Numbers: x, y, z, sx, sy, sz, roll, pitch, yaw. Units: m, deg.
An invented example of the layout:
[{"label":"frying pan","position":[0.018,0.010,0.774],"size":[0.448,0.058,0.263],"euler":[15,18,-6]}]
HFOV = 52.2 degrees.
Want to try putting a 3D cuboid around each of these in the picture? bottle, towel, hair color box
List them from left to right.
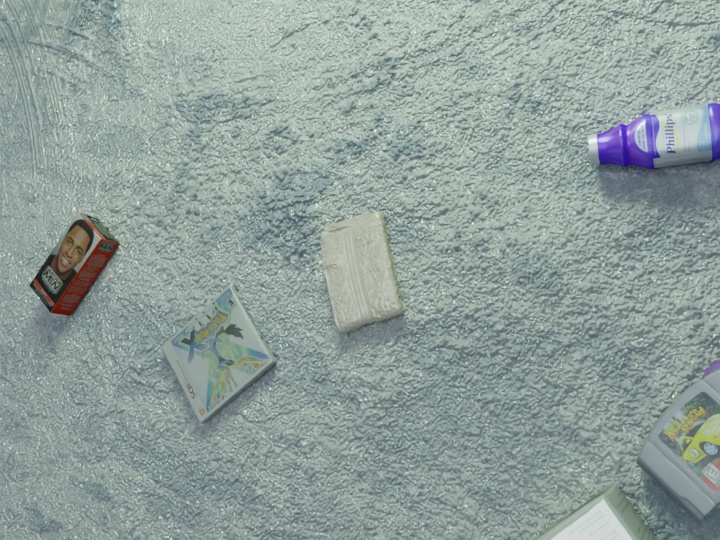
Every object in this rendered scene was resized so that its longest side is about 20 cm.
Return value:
[{"label":"hair color box","position":[-0.621,-0.013,1.591],"size":[0.101,0.061,0.201],"euler":[40,98,25]},{"label":"towel","position":[0.000,0.000,1.319],"size":[0.131,0.034,0.203],"euler":[-19,74,22]},{"label":"bottle","position":[0.453,-0.200,1.125],"size":[0.197,0.065,0.085],"euler":[-5,80,24]}]

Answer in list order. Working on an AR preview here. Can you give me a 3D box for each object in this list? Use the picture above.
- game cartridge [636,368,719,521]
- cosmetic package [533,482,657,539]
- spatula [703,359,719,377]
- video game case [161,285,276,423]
[{"label":"game cartridge","position":[0.492,0.237,1.035],"size":[0.133,0.041,0.201],"euler":[46,111,28]},{"label":"cosmetic package","position":[0.344,0.432,1.016],"size":[0.165,0.164,0.201],"euler":[-40,67,14]},{"label":"spatula","position":[0.560,0.101,1.013],"size":[0.057,0.020,0.201],"euler":[58,134,35]},{"label":"video game case","position":[-0.278,0.163,1.426],"size":[0.199,0.022,0.183],"euler":[-40,68,14]}]
